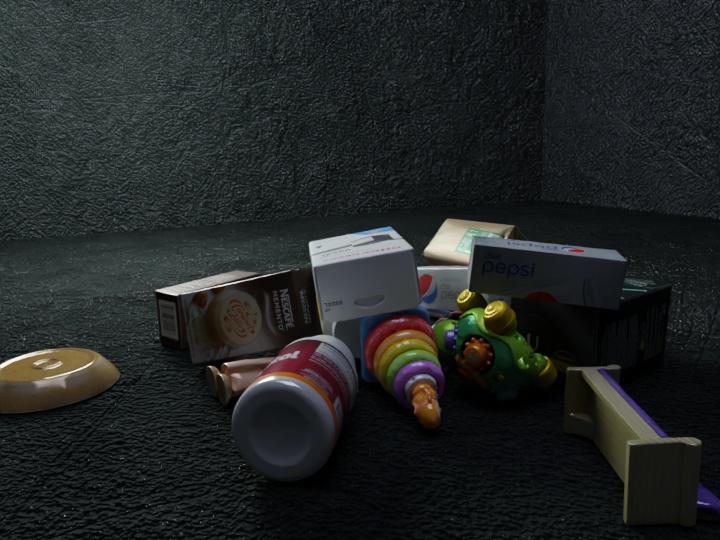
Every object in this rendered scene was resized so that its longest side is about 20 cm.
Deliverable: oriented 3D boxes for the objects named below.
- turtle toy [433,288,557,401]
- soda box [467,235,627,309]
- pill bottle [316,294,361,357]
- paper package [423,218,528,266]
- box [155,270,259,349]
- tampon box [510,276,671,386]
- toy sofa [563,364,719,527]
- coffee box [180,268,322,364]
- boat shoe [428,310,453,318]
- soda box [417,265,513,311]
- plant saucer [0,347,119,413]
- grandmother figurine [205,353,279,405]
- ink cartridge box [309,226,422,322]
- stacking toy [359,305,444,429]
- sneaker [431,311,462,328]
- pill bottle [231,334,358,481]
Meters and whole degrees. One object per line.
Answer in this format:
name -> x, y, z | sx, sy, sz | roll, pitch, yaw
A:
turtle toy -> 0.169, 0.109, 0.865 | 0.101, 0.146, 0.200 | -44, 21, -6
soda box -> 0.244, 0.001, 0.831 | 0.196, 0.069, 0.063 | 7, 15, 7
pill bottle -> -0.015, 0.076, 1.054 | 0.109, 0.113, 0.200 | -3, 12, -8
paper package -> 0.257, -0.007, 1.239 | 0.190, 0.104, 0.199 | 40, -13, -33
box -> -0.278, 0.068, 1.157 | 0.074, 0.102, 0.199 | 8, 14, 37
tampon box -> 0.343, 0.085, 0.932 | 0.198, 0.129, 0.149 | -10, 16, -35
toy sofa -> 0.286, 0.170, 0.641 | 0.096, 0.084, 0.200 | -2, 11, 2
coffee box -> -0.170, 0.070, 0.971 | 0.197, 0.116, 0.080 | -13, -3, 18
boat shoe -> 0.174, 0.055, 1.231 | 0.196, 0.074, 0.072 | 2, 11, 11
soda box -> 0.152, 0.028, 0.998 | 0.063, 0.069, 0.199 | -4, 3, -36
plant saucer -> -0.465, 0.154, 0.922 | 0.197, 0.036, 0.200 | -2, 12, 0
grandmother figurine -> -0.113, 0.140, 0.897 | 0.198, 0.062, 0.121 | -13, 25, -34
ink cartridge box -> 0.000, 0.000, 0.930 | 0.143, 0.085, 0.200 | -10, 13, -4
stacking toy -> 0.069, 0.139, 0.817 | 0.108, 0.118, 0.200 | -6, 24, -10
sneaker -> 0.164, 0.106, 1.048 | 0.086, 0.075, 0.199 | -9, 0, 42
pill bottle -> -0.064, 0.146, 0.722 | 0.111, 0.115, 0.200 | 1, 11, 10
